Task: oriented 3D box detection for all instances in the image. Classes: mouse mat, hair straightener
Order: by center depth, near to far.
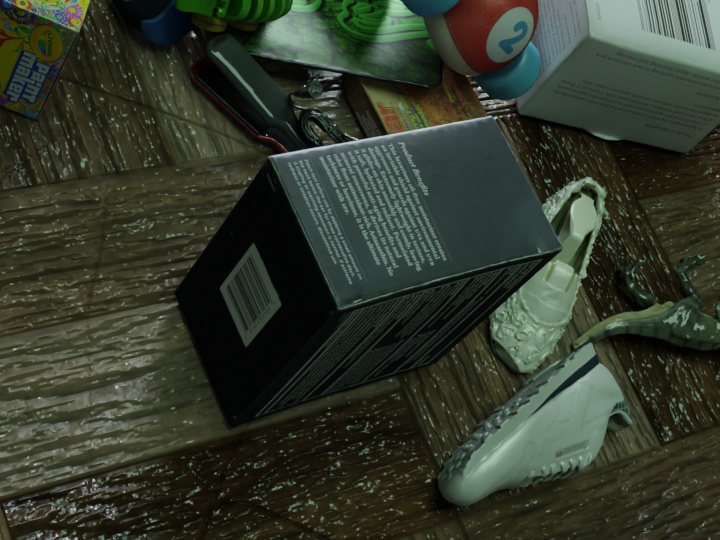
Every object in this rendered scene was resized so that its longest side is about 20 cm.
[{"bbox_3d":[-0.051,-0.116,1.137,0.200,0.077,0.041,48,50,3],"label":"hair straightener"},{"bbox_3d":[-0.025,-0.231,1.230,0.199,0.008,0.162,9,52,-11],"label":"mouse mat"}]

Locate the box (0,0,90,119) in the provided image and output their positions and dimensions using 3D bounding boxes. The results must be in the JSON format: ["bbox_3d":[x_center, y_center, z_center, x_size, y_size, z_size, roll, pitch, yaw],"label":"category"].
[{"bbox_3d":[-0.291,-0.254,1.059,0.192,0.122,0.201,21,55,-18],"label":"box"}]

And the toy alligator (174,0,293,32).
[{"bbox_3d":[-0.109,-0.216,1.119,0.054,0.060,0.200,32,26,25],"label":"toy alligator"}]

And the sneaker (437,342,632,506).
[{"bbox_3d":[0.142,0.134,1.107,0.200,0.076,0.081,-33,91,-36],"label":"sneaker"}]

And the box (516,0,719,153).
[{"bbox_3d":[0.252,-0.241,1.340,0.198,0.131,0.201,10,58,-23],"label":"box"}]

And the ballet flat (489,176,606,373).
[{"bbox_3d":[0.163,-0.006,1.200,0.072,0.072,0.200,32,53,-9],"label":"ballet flat"}]

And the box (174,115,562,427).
[{"bbox_3d":[0.000,0.000,1.023,0.198,0.200,0.124,-13,69,-34],"label":"box"}]

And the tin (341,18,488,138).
[{"bbox_3d":[0.055,-0.127,1.228,0.112,0.042,0.201,-13,69,-38],"label":"tin"}]

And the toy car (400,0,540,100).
[{"bbox_3d":[0.150,-0.269,1.192,0.184,0.199,0.178,35,46,-52],"label":"toy car"}]

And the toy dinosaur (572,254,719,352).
[{"bbox_3d":[0.272,0.033,1.251,0.199,0.047,0.089,4,68,-23],"label":"toy dinosaur"}]

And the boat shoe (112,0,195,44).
[{"bbox_3d":[-0.126,-0.272,1.178,0.069,0.084,0.200,34,55,17],"label":"boat shoe"}]
